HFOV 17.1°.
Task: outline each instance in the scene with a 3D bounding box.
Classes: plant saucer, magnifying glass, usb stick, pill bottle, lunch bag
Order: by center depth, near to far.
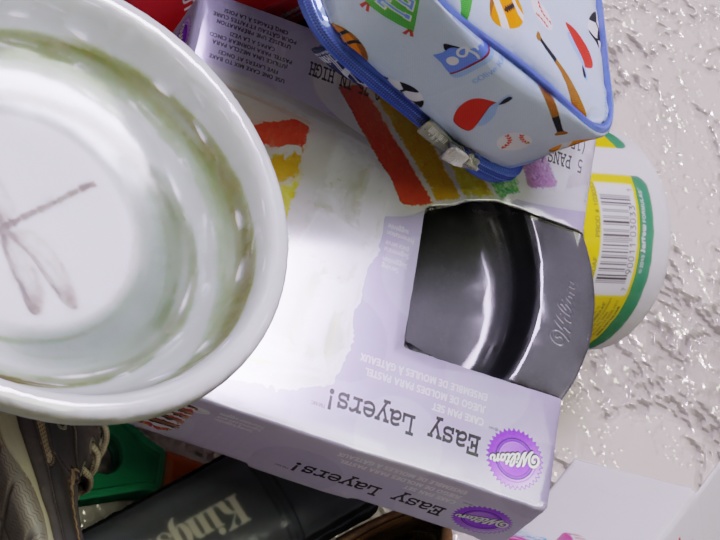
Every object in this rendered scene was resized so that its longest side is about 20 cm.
[{"bbox_3d":[-0.125,-0.023,0.897,0.199,0.050,0.201,16,52,-22],"label":"plant saucer"},{"bbox_3d":[0.041,-0.138,0.997,0.160,0.075,0.201,36,43,-41],"label":"lunch bag"},{"bbox_3d":[-0.074,0.117,1.009,0.199,0.033,0.056,-27,85,-31],"label":"usb stick"},{"bbox_3d":[-0.107,0.082,1.033,0.199,0.022,0.080,22,57,-26],"label":"magnifying glass"},{"bbox_3d":[0.040,-0.019,1.130,0.199,0.113,0.113,2,68,-37],"label":"pill bottle"}]

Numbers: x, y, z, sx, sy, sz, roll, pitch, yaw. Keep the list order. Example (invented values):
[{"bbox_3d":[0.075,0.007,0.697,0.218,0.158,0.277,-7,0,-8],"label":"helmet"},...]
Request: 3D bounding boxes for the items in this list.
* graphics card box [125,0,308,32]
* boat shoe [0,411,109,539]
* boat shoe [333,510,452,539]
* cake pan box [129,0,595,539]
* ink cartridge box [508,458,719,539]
[{"bbox_3d":[0.004,-0.110,1.107,0.199,0.125,0.051,15,59,-51],"label":"graphics card box"},{"bbox_3d":[-0.133,0.066,0.955,0.073,0.074,0.201,-6,70,-41],"label":"boat shoe"},{"bbox_3d":[-0.024,0.159,1.009,0.075,0.072,0.200,20,33,26],"label":"boat shoe"},{"bbox_3d":[0.000,0.000,1.001,0.199,0.052,0.185,20,63,-16],"label":"cake pan box"},{"bbox_3d":[0.103,0.170,1.087,0.200,0.068,0.116,-44,136,-42],"label":"ink cartridge box"}]
